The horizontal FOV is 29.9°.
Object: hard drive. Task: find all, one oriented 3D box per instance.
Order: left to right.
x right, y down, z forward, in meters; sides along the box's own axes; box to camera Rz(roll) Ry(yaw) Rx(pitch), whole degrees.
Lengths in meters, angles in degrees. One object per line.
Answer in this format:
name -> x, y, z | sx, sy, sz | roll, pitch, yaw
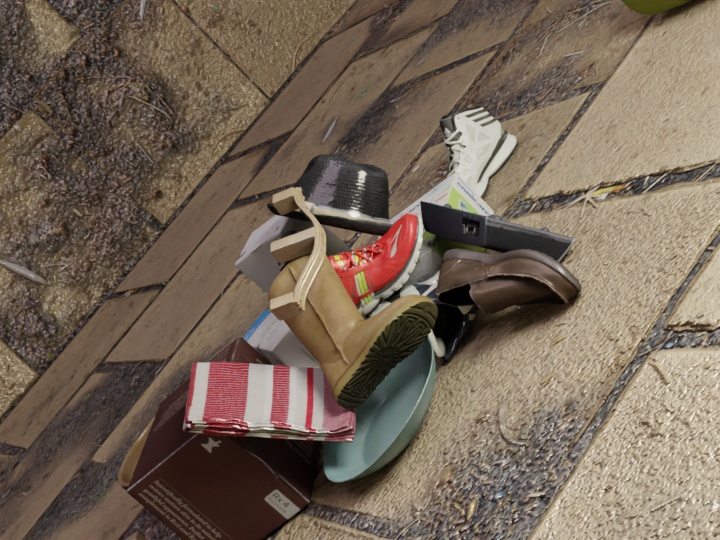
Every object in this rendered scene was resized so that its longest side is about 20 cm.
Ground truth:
hard drive -> 0.159, -0.047, 1.638 | 0.200, 0.134, 0.042 | -157, 81, -69

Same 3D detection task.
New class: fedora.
fedora -> -0.024, -0.102, 1.785 | 0.201, 0.200, 0.092 | -163, 84, -72

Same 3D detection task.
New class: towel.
towel -> -0.105, 0.150, 1.604 | 0.144, 0.199, 0.023 | -94, 8, -62

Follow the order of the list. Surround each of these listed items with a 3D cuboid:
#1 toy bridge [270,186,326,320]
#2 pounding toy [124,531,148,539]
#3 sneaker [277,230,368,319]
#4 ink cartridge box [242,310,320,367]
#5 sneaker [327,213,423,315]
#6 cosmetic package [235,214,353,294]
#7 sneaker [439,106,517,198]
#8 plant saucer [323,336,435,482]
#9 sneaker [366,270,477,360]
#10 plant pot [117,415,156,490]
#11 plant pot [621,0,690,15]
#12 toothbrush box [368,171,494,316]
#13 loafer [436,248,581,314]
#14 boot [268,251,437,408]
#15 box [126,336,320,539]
toy bridge -> -0.076, -0.031, 1.646 | 0.067, 0.027, 0.200 | -20, 45, 19
pounding toy -> -0.332, 0.425, 1.700 | 0.184, 0.142, 0.200 | -38, 19, 24
sneaker -> -0.033, 0.020, 1.834 | 0.080, 0.200, 0.074 | -46, 10, -32
ink cartridge box -> -0.081, 0.118, 1.848 | 0.068, 0.116, 0.200 | -51, 16, -14
sneaker -> 0.000, 0.000, 1.697 | 0.200, 0.085, 0.077 | -47, 28, 18
cosmetic package -> -0.065, 0.009, 1.917 | 0.113, 0.200, 0.081 | -31, 22, 40
sneaker -> 0.136, -0.158, 1.965 | 0.201, 0.115, 0.076 | -55, 19, -27
plant saucer -> 0.032, 0.167, 1.570 | 0.201, 0.039, 0.201 | -46, 20, 22
sneaker -> 0.068, 0.072, 1.656 | 0.199, 0.080, 0.130 | -27, 14, 23
plant pot -> -0.254, 0.262, 1.976 | 0.201, 0.093, 0.201 | -42, 18, 17
plant pot -> 0.436, -0.442, 1.843 | 0.187, 0.187, 0.200 | -57, 5, -33
toothbrush box -> 0.089, -0.019, 1.812 | 0.145, 0.086, 0.200 | -35, 18, 31
loafer -> 0.164, 0.023, 1.529 | 0.200, 0.073, 0.071 | 2, 59, 50
boot -> -0.016, 0.039, 1.605 | 0.175, 0.066, 0.200 | -46, 48, 14
box -> -0.164, 0.228, 1.709 | 0.164, 0.166, 0.200 | -39, 18, 22
